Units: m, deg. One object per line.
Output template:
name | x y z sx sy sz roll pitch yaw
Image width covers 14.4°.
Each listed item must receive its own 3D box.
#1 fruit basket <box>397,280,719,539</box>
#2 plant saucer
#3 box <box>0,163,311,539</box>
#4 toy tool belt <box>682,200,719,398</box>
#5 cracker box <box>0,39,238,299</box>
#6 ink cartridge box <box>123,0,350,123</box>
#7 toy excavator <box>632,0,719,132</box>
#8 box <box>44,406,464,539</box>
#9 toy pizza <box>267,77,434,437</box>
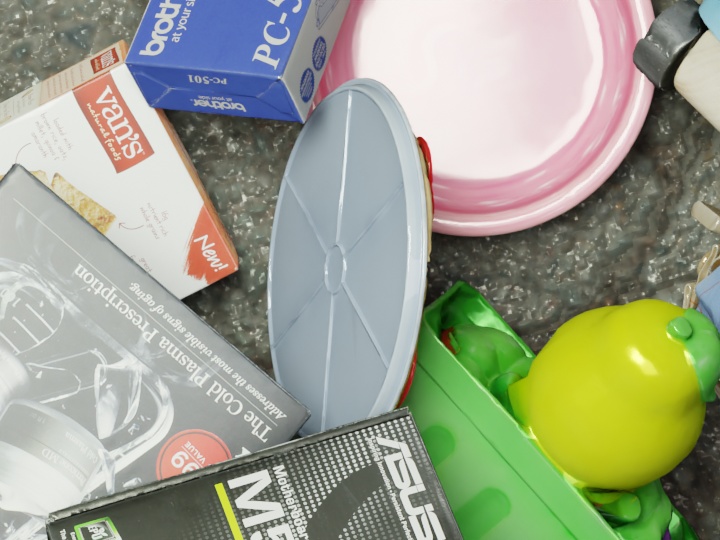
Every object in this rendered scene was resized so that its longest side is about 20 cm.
fruit basket | 0.115 0.081 1.514 0.215 0.155 0.217 2 99 13
plant saucer | 0.063 -0.119 1.575 0.200 0.051 0.201 0 89 3
box | -0.161 0.080 1.465 0.200 0.104 0.182 40 82 -5
toy tool belt | 0.250 0.048 1.493 0.125 0.123 0.200 -43 57 3
cracker box | -0.184 -0.019 1.558 0.199 0.058 0.134 -28 109 1
ink cartridge box | -0.047 -0.175 1.528 0.094 0.044 0.201 8 60 23
toy excavator | 0.272 -0.148 1.526 0.100 0.194 0.200 49 116 25
box | -0.032 0.181 1.364 0.192 0.048 0.200 -16 60 -10
toy pizza | 0.000 0.000 1.492 0.032 0.200 0.201 4 89 -23
